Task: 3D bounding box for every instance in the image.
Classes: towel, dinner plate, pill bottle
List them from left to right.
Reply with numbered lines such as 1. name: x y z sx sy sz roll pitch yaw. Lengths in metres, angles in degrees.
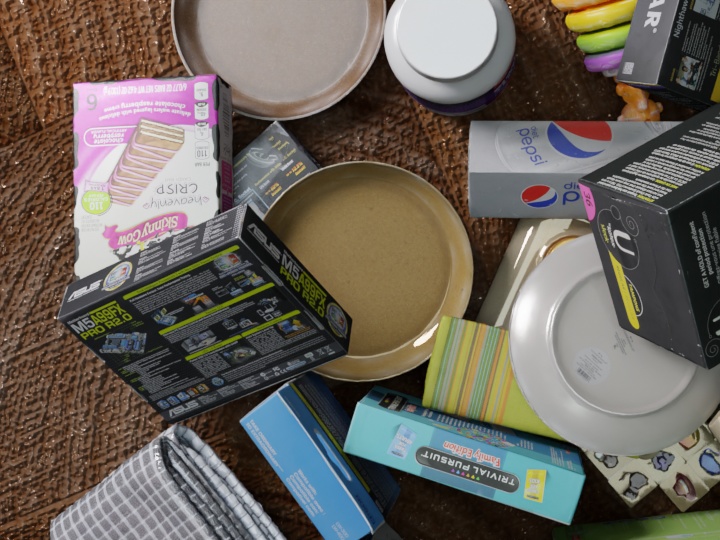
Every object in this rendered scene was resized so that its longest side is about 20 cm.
1. towel: -0.167 0.263 1.386 0.166 0.086 0.200 -40 88 25
2. pill bottle: 0.078 -0.196 1.315 0.111 0.200 0.111 0 91 6
3. towel: 0.159 0.103 1.355 0.200 0.018 0.086 14 96 2
4. dinner plate: 0.230 0.061 1.332 0.200 0.024 0.200 0 80 0

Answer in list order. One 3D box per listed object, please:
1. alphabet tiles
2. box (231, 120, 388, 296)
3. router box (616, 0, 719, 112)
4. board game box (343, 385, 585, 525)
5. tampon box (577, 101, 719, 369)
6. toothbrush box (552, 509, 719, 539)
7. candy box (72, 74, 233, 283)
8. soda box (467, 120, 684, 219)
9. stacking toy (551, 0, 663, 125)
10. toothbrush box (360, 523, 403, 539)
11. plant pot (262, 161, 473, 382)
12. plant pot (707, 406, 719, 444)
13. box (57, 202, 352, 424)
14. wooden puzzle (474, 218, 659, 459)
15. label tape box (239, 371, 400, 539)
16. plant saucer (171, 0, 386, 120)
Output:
1. alphabet tiles: 0.291 0.115 1.396 0.200 0.006 0.166 -41 87 5
2. box: -0.097 -0.014 1.411 0.200 0.050 0.158 -42 87 5
3. router box: 0.316 -0.237 1.321 0.157 0.052 0.200 14 92 -36
4. board game box: 0.093 0.159 1.344 0.200 0.151 0.047 17 93 6
5. tampon box: 0.307 -0.041 1.256 0.200 0.126 0.150 -27 115 -17
6. toothbrush box: 0.272 0.265 1.330 0.200 0.146 0.086 -9 90 5
7. candy box: -0.185 -0.070 1.367 0.136 0.061 0.200 -3 86 9
8. soda box: 0.196 -0.090 1.361 0.200 0.068 0.063 1 54 6
9. stacking toy: 0.230 -0.215 1.359 0.116 0.110 0.200 -20 101 -11
10. toothbrush box: -0.031 0.328 1.363 0.085 0.146 0.200 44 96 4
11. plant pot: 0.000 0.000 1.364 0.200 0.027 0.200 -1 101 -4
12. plant pot: 0.407 0.134 1.297 0.177 0.200 0.200 39 93 13
13. box: -0.132 0.042 1.311 0.200 0.044 0.160 -24 126 26
14. wooden puzzle: 0.209 0.051 1.377 0.200 0.046 0.185 24 92 8
15. label tape box: -0.037 0.168 1.332 0.066 0.200 0.143 -36 87 8
16. plant saucer: -0.075 -0.238 1.415 0.200 0.032 0.200 0 90 5
